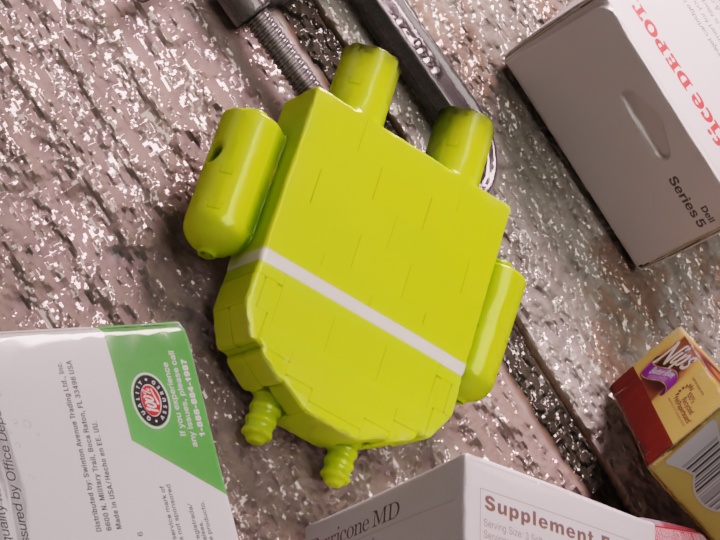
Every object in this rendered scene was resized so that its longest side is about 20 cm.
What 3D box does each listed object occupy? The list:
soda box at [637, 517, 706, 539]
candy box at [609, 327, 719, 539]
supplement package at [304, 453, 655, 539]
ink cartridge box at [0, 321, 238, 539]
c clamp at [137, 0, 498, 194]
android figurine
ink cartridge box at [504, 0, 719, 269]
[{"bbox_3d":[0.139,0.223,1.044,0.063,0.070,0.201,15,60,-47],"label":"soda box"},{"bbox_3d":[0.217,0.133,1.139,0.200,0.056,0.117,46,9,-14],"label":"candy box"},{"bbox_3d":[0.049,0.200,0.940,0.117,0.117,0.201,22,55,-32],"label":"supplement package"},{"bbox_3d":[-0.148,0.102,0.829,0.199,0.083,0.148,0,70,-44],"label":"ink cartridge box"},{"bbox_3d":[-0.013,-0.094,1.104,0.200,0.027,0.171,50,39,-10],"label":"c clamp"},{"bbox_3d":[0.000,0.000,1.034,0.181,0.041,0.201,29,65,-27],"label":"android figurine"},{"bbox_3d":[0.190,-0.114,1.257,0.146,0.084,0.200,56,43,-5],"label":"ink cartridge box"}]
